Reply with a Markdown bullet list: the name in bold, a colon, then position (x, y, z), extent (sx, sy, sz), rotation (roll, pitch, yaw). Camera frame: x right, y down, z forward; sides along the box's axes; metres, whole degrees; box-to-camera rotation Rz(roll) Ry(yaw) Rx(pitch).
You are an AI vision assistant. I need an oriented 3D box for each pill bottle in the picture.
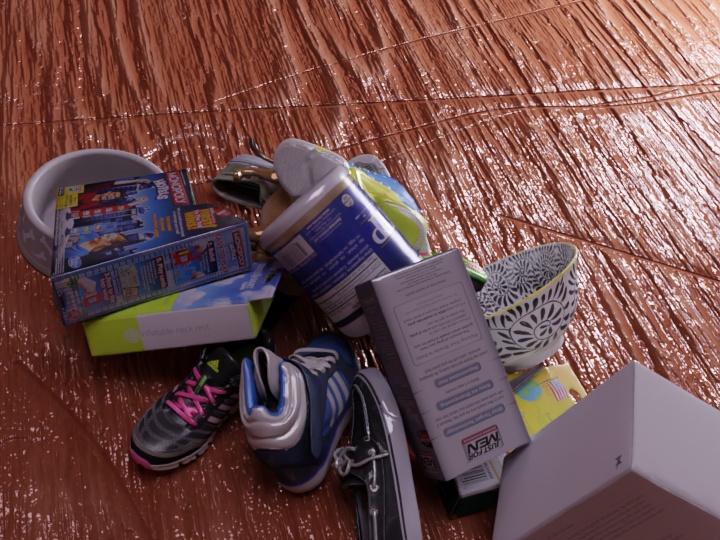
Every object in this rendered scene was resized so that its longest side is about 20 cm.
- **pill bottle**: position (0.000, 0.000, 0.941), extent (0.200, 0.120, 0.120), rotation (48, 48, -8)

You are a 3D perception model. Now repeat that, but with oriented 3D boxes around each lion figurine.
- **lion figurine**: position (-0.092, -0.067, 1.040), extent (0.122, 0.073, 0.201), rotation (3, 68, 6)

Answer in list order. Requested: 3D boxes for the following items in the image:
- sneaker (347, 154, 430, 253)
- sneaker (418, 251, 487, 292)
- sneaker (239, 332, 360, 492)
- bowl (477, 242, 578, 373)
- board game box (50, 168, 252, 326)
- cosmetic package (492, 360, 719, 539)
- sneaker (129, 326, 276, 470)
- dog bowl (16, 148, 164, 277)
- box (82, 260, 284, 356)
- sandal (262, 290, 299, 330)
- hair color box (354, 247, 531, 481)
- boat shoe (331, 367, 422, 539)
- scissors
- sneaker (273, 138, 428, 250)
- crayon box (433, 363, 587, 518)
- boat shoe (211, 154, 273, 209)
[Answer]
- **sneaker**: position (0.046, -0.051, 1.129), extent (0.078, 0.099, 0.201), rotation (-24, 73, 12)
- **sneaker**: position (0.051, 0.024, 1.036), extent (0.199, 0.084, 0.077), rotation (-6, 5, 14)
- **sneaker**: position (-0.061, 0.106, 0.893), extent (0.080, 0.147, 0.201), rotation (-2, 45, 19)
- **bowl**: position (0.175, 0.056, 1.018), extent (0.200, 0.200, 0.095), rotation (-36, 104, -37)
- **board game box**: position (-0.224, -0.036, 0.956), extent (0.199, 0.062, 0.200), rotation (-9, 33, -11)
- **cosmetic package**: position (0.258, 0.216, 0.800), extent (0.199, 0.199, 0.123), rotation (29, 44, -11)
- **sneaker**: position (-0.157, 0.120, 0.907), extent (0.074, 0.088, 0.200), rotation (36, 50, 21)
- **dog bowl**: position (-0.315, -0.072, 1.075), extent (0.199, 0.059, 0.201), rotation (7, 46, -7)
- **box**: position (-0.177, 0.036, 0.942), extent (0.199, 0.048, 0.122), rotation (-6, 20, 7)
- **sandal**: position (-0.088, -0.002, 1.072), extent (0.076, 0.043, 0.200), rotation (22, 46, 8)
- **hair color box**: position (0.079, 0.090, 0.859), extent (0.099, 0.061, 0.201), rotation (-20, 88, -19)
- **boat shoe**: position (0.007, 0.195, 0.866), extent (0.068, 0.074, 0.200), rotation (-5, 74, -18)
- **scissors**: position (0.128, 0.150, 0.929), extent (0.199, 0.014, 0.073), rotation (-11, 50, -24)
- **sneaker**: position (-0.010, -0.090, 1.038), extent (0.200, 0.076, 0.105), rotation (36, 19, -4)
- **crayon box**: position (0.164, 0.179, 0.953), extent (0.199, 0.051, 0.127), rotation (-9, 50, -20)
- **boat shoe**: position (-0.103, -0.098, 1.128), extent (0.199, 0.072, 0.062), rotation (15, 45, 34)
